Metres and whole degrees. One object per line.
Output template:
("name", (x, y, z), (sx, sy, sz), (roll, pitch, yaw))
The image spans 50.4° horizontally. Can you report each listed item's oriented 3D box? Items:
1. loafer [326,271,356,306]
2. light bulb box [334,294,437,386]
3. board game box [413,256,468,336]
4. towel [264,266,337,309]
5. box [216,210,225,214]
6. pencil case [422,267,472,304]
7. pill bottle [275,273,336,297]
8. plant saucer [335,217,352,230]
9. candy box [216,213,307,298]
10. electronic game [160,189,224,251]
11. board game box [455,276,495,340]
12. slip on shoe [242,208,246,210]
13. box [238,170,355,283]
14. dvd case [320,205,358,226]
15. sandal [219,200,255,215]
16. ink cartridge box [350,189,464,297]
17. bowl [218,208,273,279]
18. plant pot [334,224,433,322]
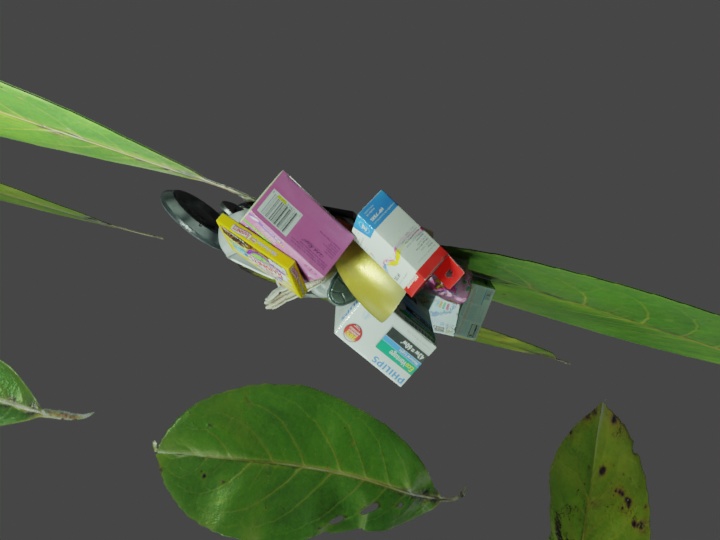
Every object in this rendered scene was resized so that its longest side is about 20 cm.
("loafer", (0.000, 0.000, 1.590), (0.072, 0.201, 0.063), (43, 161, -5))
("light bulb box", (0.052, 0.111, 1.676), (0.197, 0.125, 0.201), (39, -165, -13))
("board game box", (0.140, 0.045, 1.774), (0.195, 0.044, 0.202), (13, 130, 9))
("towel", (-0.112, 0.015, 1.613), (0.198, 0.133, 0.035), (-27, 102, 37))
("box", (-0.279, -0.094, 1.932), (0.197, 0.052, 0.157), (20, 170, -30))
("pencil case", (0.149, -0.001, 1.637), (0.197, 0.089, 0.087), (26, 169, -17))
("pill bottle", (-0.103, 0.007, 1.766), (0.109, 0.114, 0.198), (19, 166, -36))
("plant saucer", (-0.090, -0.079, 1.641), (0.195, 0.038, 0.200), (9, 170, 25))
("candy box", (-0.186, -0.028, 1.446), (0.198, 0.027, 0.103), (33, 161, 28))
("electronic game", (-0.358, -0.111, 1.699), (0.199, 0.042, 0.200), (39, -168, -10))
("board game box", (0.213, 0.075, 1.885), (0.195, 0.150, 0.065), (15, -159, -12))
("slip on shoe", (-0.207, -0.090, 1.802), (0.073, 0.063, 0.198), (4, 169, 40))
("box", (-0.126, -0.073, 1.419), (0.175, 0.097, 0.200), (42, 167, -10))
("dvd case", (-0.086, -0.113, 1.595), (0.195, 0.018, 0.143), (12, 172, 18))
("sandal", (-0.219, -0.113, 1.678), (0.198, 0.048, 0.076), (28, -164, -32))
("ink cartridge box", (0.079, -0.031, 1.326), (0.200, 0.067, 0.116), (44, 163, 6))
("bowl", (-0.197, -0.046, 1.608), (0.198, 0.076, 0.198), (28, 158, -28))
("plant pot", (0.032, -0.025, 1.476), (0.140, 0.203, 0.200), (31, 170, -5))
